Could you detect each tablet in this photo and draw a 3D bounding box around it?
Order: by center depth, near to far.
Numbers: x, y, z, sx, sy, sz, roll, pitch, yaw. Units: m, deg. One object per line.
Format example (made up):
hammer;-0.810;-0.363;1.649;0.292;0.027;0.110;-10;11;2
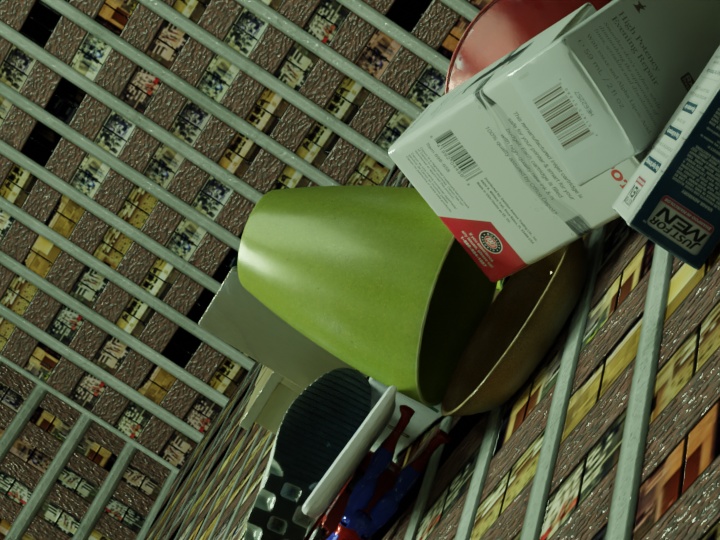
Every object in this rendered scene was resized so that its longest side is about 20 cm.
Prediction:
tablet;-0.007;0.162;1.653;0.130;0.014;0.200;-54;-5;-6

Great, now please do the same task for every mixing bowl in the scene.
mixing bowl;0.183;-0.143;1.617;0.201;0.199;0.108;-56;32;11

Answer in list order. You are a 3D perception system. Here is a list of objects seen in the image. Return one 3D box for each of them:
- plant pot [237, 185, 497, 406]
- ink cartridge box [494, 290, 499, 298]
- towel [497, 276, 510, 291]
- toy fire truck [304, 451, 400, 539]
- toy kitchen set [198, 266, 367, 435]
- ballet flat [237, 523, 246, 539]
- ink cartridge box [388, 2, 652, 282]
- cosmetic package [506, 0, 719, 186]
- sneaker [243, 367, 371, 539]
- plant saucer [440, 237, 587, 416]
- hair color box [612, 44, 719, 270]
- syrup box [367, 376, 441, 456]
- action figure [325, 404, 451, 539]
plant pot;0.000;0.000;1.667;0.187;0.199;0.188;-52;-28;-44
ink cartridge box;0.119;-0.002;1.980;0.161;0.050;0.200;-56;8;11
towel;0.153;-0.075;1.797;0.144;0.023;0.202;-56;-24;-87
toy fire truck;-0.027;0.253;1.807;0.201;0.049;0.141;-56;4;7
toy kitchen set;-0.060;0.037;1.859;0.201;0.162;0.181;-56;6;26
ballet flat;-0.126;0.340;2.178;0.201;0.070;0.071;-58;5;1
ink cartridge box;0.143;-0.099;1.507;0.200;0.145;0.084;-29;15;46
cosmetic package;0.207;-0.154;1.395;0.200;0.102;0.074;-38;6;-40
sneaker;-0.051;0.177;1.793;0.201;0.074;0.089;-61;-1;8
plant saucer;0.137;0.046;1.587;0.201;0.035;0.200;-57;4;7
hair color box;0.252;-0.104;1.269;0.201;0.060;0.100;-57;3;8
syrup box;0.046;0.105;1.826;0.079;0.081;0.200;-62;7;-30
action figure;0.001;0.218;1.659;0.201;0.065;0.099;-57;-4;4
